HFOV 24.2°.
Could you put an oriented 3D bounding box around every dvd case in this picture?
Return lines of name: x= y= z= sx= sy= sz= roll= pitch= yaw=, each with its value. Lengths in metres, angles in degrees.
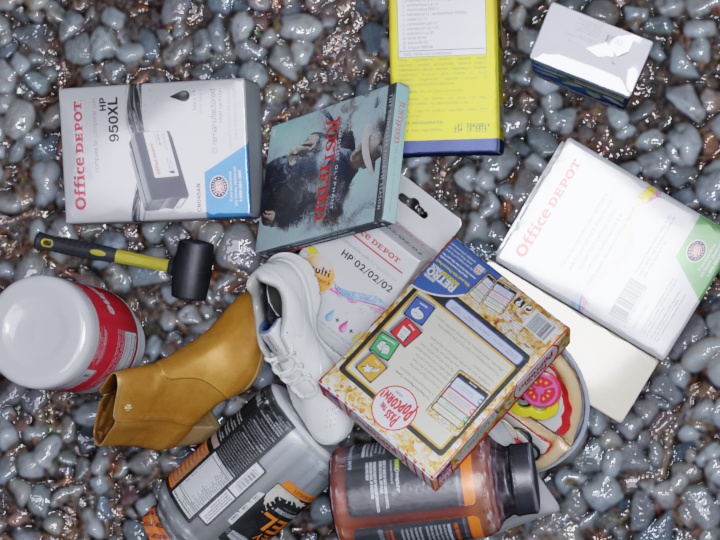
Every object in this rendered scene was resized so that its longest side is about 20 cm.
dvd case: x=-0.030 y=-0.098 z=1.686 sx=0.200 sy=0.022 sz=0.146 roll=-12 pitch=65 yaw=47

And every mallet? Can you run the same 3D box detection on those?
mallet: x=-0.251 y=-0.024 z=1.795 sx=0.200 sy=0.041 sz=0.066 roll=18 pitch=95 yaw=10

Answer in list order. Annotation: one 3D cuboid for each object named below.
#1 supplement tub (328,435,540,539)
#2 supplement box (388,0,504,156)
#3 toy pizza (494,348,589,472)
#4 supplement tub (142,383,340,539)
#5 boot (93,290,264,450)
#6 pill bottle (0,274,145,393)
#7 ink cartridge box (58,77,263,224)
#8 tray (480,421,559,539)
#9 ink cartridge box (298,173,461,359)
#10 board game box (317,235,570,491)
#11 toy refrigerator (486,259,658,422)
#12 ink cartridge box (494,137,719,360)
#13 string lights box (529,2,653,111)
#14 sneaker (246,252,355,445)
supplement tub: x=0.074 y=0.216 z=1.655 sx=0.200 sy=0.107 sz=0.107 roll=-7 pitch=91 yaw=9
supplement box: x=0.089 y=-0.216 z=1.706 sx=0.109 sy=0.110 sz=0.200 roll=-1 pitch=93 yaw=7
toy pizza: x=0.133 y=0.130 z=1.706 sx=0.200 sy=0.032 sz=0.200 roll=11 pitch=122 yaw=18
supplement tub: x=-0.122 y=0.224 z=1.742 sx=0.200 sy=0.123 sz=0.123 roll=-43 pitch=87 yaw=7
boot: x=-0.186 y=0.104 z=1.718 sx=0.071 sy=0.144 sz=0.201 roll=48 pitch=122 yaw=41
pill bottle: x=-0.292 y=0.069 z=1.713 sx=0.112 sy=0.200 sz=0.112 roll=-1 pitch=84 yaw=12
ink cartridge box: x=-0.207 y=-0.123 z=1.759 sx=0.200 sy=0.084 sz=0.145 roll=-3 pitch=91 yaw=8
tray: x=0.107 y=0.189 z=1.718 sx=0.107 sy=0.022 sz=0.200 roll=-27 pitch=105 yaw=33
ink cartridge box: x=0.000 y=0.000 z=1.717 sx=0.115 sy=0.068 sz=0.200 roll=38 pitch=108 yaw=16
board game box: x=0.081 y=0.088 z=1.622 sx=0.151 sy=0.046 sz=0.200 roll=40 pitch=77 yaw=20
toy refrigerator: x=0.198 y=0.071 z=1.724 sx=0.200 sy=0.070 sz=0.076 roll=30 pitch=92 yaw=3
ink cartridge box: x=0.256 y=-0.023 z=1.703 sx=0.200 sy=0.084 sz=0.145 roll=31 pitch=94 yaw=5
string lights box: x=0.225 y=-0.207 z=1.643 sx=0.103 sy=0.200 sz=0.059 roll=23 pitch=94 yaw=7
sneaker: x=-0.067 y=0.083 z=1.671 sx=0.074 sy=0.087 sz=0.200 roll=-24 pitch=87 yaw=26
